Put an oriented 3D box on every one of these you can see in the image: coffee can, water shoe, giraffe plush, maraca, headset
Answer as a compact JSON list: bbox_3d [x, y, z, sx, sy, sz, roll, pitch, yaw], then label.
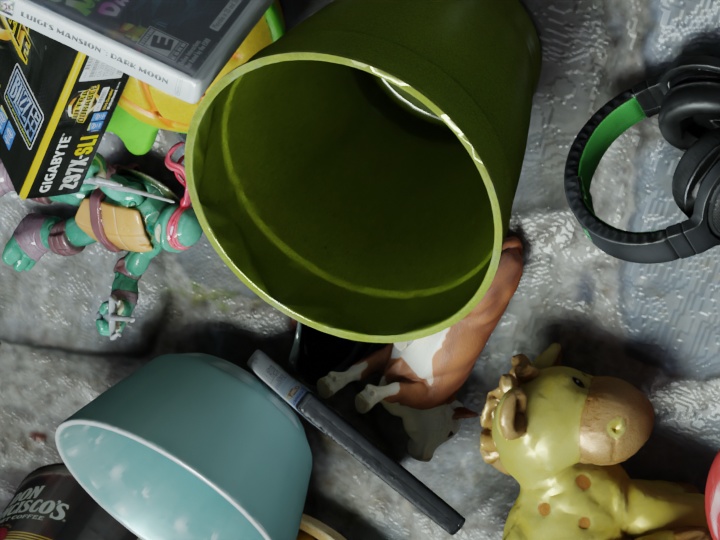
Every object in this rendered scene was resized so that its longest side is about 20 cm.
[{"bbox_3d":[-0.258,0.275,1.789,0.146,0.200,0.147,13,129,17],"label":"coffee can"},{"bbox_3d":[0.000,0.000,1.532,0.071,0.079,0.201,22,131,10],"label":"water shoe"},{"bbox_3d":[0.147,0.135,1.513,0.199,0.173,0.163,-10,100,-8],"label":"giraffe plush"},{"bbox_3d":[-0.129,-0.146,1.467,0.200,0.107,0.137,-22,104,41],"label":"maraca"},{"bbox_3d":[0.224,-0.068,1.354,0.199,0.124,0.094,-21,140,18],"label":"headset"}]

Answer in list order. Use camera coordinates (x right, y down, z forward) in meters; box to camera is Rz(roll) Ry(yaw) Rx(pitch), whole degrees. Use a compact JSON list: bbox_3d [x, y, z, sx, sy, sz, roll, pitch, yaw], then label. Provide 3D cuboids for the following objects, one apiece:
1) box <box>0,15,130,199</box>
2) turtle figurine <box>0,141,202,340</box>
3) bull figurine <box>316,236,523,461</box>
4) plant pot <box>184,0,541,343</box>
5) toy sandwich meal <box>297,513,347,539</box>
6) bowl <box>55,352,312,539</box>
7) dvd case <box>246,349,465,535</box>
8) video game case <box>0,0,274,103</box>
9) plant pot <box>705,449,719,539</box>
[{"bbox_3d":[-0.215,-0.172,1.455,0.200,0.049,0.160,61,142,29],"label":"box"},{"bbox_3d":[-0.181,-0.030,1.587,0.199,0.101,0.150,10,121,37],"label":"turtle figurine"},{"bbox_3d":[0.045,0.053,1.539,0.065,0.121,0.201,47,131,31],"label":"bull figurine"},{"bbox_3d":[0.023,-0.092,1.373,0.200,0.193,0.201,13,129,17],"label":"plant pot"},{"bbox_3d":[-0.058,0.269,1.751,0.205,0.070,0.206,24,136,25],"label":"toy sandwich meal"},{"bbox_3d":[-0.115,0.135,1.653,0.200,0.105,0.201,27,154,14],"label":"bowl"},{"bbox_3d":[-0.007,0.118,1.569,0.143,0.018,0.200,40,176,-14],"label":"dvd case"},{"bbox_3d":[-0.136,-0.201,1.365,0.181,0.200,0.023,25,137,7],"label":"video game case"},{"bbox_3d":[0.317,0.117,1.396,0.200,0.183,0.201,15,132,17],"label":"plant pot"}]
